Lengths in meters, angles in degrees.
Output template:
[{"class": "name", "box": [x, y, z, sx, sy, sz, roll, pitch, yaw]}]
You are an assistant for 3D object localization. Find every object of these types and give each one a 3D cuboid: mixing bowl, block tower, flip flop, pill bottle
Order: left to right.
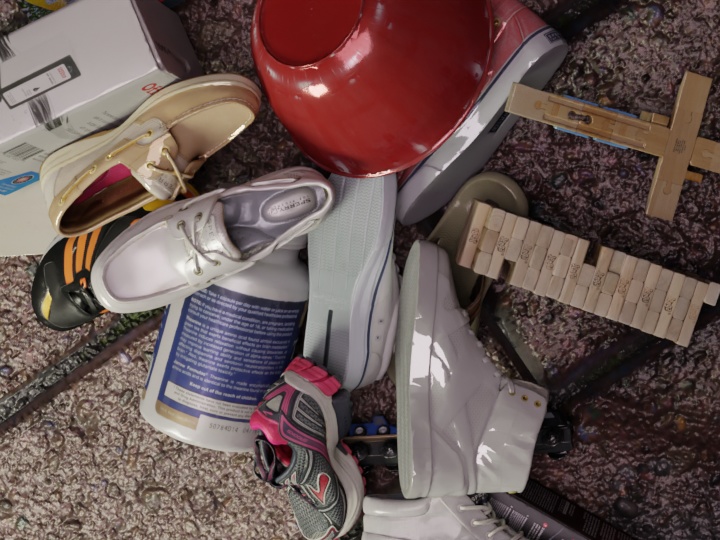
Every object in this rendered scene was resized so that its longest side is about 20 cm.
[{"class": "pill bottle", "box": [-0.102, 0.037, 1.693, 0.111, 0.111, 0.200, 18, 102, 8]}, {"class": "mixing bowl", "box": [-0.010, -0.181, 1.596, 0.200, 0.108, 0.201, -11, 69, 31]}, {"class": "flip flop", "box": [0.073, 0.014, 1.679, 0.081, 0.058, 0.200, 30, 109, 6]}, {"class": "block tower", "box": [0.176, 0.003, 1.634, 0.200, 0.054, 0.058, 18, 95, -6]}]

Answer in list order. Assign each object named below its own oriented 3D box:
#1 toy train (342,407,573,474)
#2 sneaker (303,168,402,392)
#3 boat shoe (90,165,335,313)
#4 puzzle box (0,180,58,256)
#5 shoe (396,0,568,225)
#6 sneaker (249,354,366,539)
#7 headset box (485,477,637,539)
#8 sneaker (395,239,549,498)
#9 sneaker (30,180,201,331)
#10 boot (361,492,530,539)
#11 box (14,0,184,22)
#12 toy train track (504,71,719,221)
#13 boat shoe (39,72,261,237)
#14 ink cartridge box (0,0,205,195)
[{"class": "toy train", "box": [0.075, 0.135, 1.707, 0.199, 0.034, 0.046, -5, 56, 11]}, {"class": "sneaker", "box": [0.000, 0.000, 1.668, 0.073, 0.071, 0.200, 21, 108, 33]}, {"class": "boat shoe", "box": [-0.112, -0.028, 1.590, 0.200, 0.069, 0.071, -27, 95, -9]}, {"class": "puzzle box", "box": [-0.263, -0.080, 1.751, 0.199, 0.025, 0.133, -3, 98, 12]}, {"class": "shoe", "box": [0.071, -0.135, 1.657, 0.091, 0.071, 0.200, 47, 113, 19]}, {"class": "sneaker", "box": [-0.051, 0.153, 1.679, 0.081, 0.075, 0.200, 28, 147, 31]}, {"class": "headset box", "box": [0.159, 0.271, 1.696, 0.200, 0.075, 0.149, 29, 103, 6]}, {"class": "sneaker", "box": [0.088, 0.077, 1.626, 0.115, 0.074, 0.201, 1, 81, -9]}, {"class": "sneaker", "box": [-0.209, 0.001, 1.692, 0.070, 0.090, 0.200, 38, 125, -21]}, {"class": "boot", "box": [0.097, 0.210, 1.625, 0.199, 0.074, 0.096, -3, 89, 5]}, {"class": "box", "box": [-0.191, -0.266, 1.665, 0.200, 0.038, 0.137, -25, 129, 14]}, {"class": "toy train track", "box": [0.204, -0.109, 1.625, 0.200, 0.033, 0.115, 15, 94, -16]}, {"class": "boat shoe", "box": [-0.159, -0.083, 1.616, 0.200, 0.074, 0.069, -27, 52, 23]}, {"class": "ink cartridge box", "box": [-0.235, -0.141, 1.648, 0.200, 0.146, 0.084, -24, 81, 9]}]
